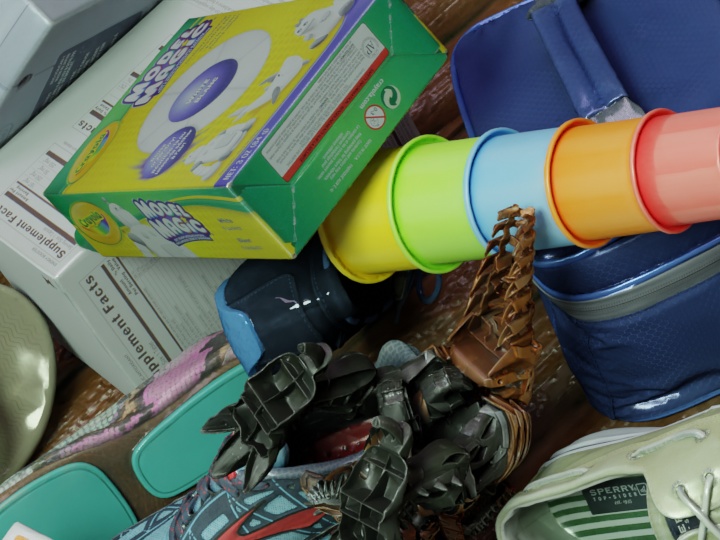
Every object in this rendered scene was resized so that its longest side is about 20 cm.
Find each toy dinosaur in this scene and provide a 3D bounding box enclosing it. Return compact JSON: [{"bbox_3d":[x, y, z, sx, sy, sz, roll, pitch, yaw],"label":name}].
[{"bbox_3d":[0.020,0.065,0.881,0.102,0.202,0.135,16,17,41],"label":"toy dinosaur"}]

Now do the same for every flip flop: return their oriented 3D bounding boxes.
[{"bbox_3d":[-0.211,0.094,1.066,0.201,0.081,0.058,-56,6,-22],"label":"flip flop"}]

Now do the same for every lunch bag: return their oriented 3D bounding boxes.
[{"bbox_3d":[0.124,-0.053,0.982,0.135,0.133,0.201,-24,41,7],"label":"lunch bag"}]

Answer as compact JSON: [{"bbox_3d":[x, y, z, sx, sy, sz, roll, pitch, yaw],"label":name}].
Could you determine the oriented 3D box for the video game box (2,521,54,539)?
[{"bbox_3d":[-0.116,0.220,0.880,0.181,0.047,0.201,21,60,23],"label":"video game box"}]

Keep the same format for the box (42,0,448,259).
[{"bbox_3d":[-0.059,-0.062,0.962,0.118,0.048,0.199,-53,24,-21],"label":"box"}]

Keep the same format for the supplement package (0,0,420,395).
[{"bbox_3d":[-0.085,-0.049,1.117,0.200,0.114,0.109,-44,43,-15],"label":"supplement package"}]

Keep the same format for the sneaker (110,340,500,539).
[{"bbox_3d":[-0.043,0.089,0.967,0.199,0.096,0.080,-27,39,5],"label":"sneaker"}]

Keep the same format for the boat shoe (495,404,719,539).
[{"bbox_3d":[0.136,0.089,0.847,0.062,0.072,0.199,-31,7,-41],"label":"boat shoe"}]

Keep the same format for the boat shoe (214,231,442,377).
[{"bbox_3d":[0.000,0.000,1.017,0.068,0.085,0.200,-23,17,22],"label":"boat shoe"}]

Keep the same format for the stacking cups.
[{"bbox_3d":[0.075,-0.031,0.872,0.199,0.061,0.061,-5,46,41],"label":"stacking cups"}]

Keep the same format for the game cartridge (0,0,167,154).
[{"bbox_3d":[-0.171,-0.085,1.143,0.041,0.200,0.133,40,42,7],"label":"game cartridge"}]

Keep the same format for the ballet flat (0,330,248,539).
[{"bbox_3d":[-0.116,0.094,1.039,0.199,0.069,0.071,-37,23,-13],"label":"ballet flat"}]
